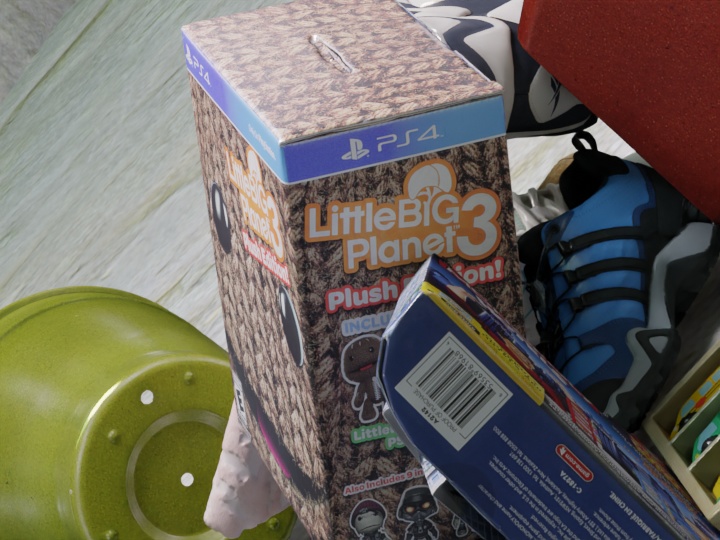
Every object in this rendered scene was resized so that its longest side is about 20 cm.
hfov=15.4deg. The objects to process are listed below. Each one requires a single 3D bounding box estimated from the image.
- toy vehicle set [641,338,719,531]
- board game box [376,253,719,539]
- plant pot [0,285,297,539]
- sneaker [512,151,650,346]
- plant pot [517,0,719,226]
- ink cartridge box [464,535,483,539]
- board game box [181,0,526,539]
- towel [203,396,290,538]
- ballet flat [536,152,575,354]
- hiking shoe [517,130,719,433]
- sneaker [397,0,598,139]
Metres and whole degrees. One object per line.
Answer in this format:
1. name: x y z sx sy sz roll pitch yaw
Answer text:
1. toy vehicle set: 0.203 0.017 1.077 0.200 0.026 0.124 -47 15 5
2. board game box: 0.078 0.087 1.019 0.062 0.200 0.200 -45 1 5
3. plant pot: -0.123 0.108 1.451 0.201 0.200 0.193 -53 18 -16
4. sneaker: 0.088 -0.007 1.290 0.200 0.080 0.071 -33 47 -3
5. plant pot: 0.186 -0.139 1.172 0.200 0.200 0.176 -44 -5 -47
6. ink cartridge box: -0.010 0.181 1.087 0.197 0.044 0.200 -30 18 -13
7. board game box: 0.000 0.000 1.152 0.096 0.202 0.159 -13 24 -14
8. towel: 0.000 0.021 1.336 0.191 0.032 0.201 -23 -47 -58
9. ballet flat: 0.084 0.023 1.358 0.200 0.068 0.072 -49 34 -16
10. hiking shoe: 0.102 0.022 1.205 0.200 0.086 0.075 -61 -4 -47
11. sneaker: 0.060 -0.108 1.286 0.199 0.129 0.080 -153 64 -66
